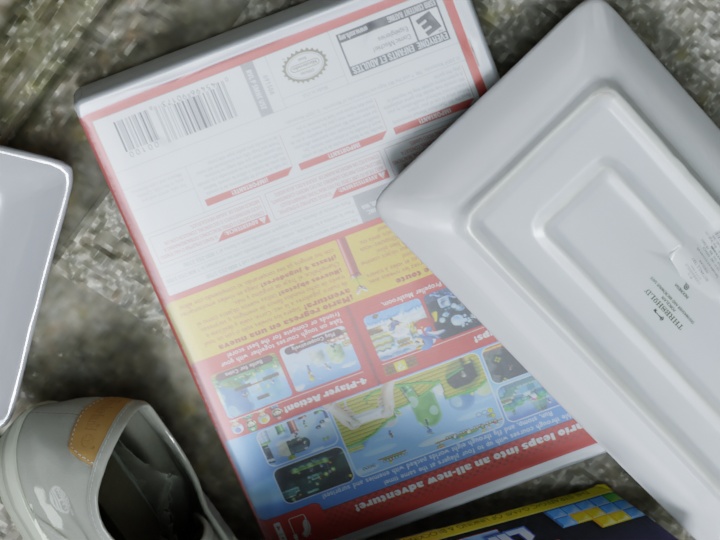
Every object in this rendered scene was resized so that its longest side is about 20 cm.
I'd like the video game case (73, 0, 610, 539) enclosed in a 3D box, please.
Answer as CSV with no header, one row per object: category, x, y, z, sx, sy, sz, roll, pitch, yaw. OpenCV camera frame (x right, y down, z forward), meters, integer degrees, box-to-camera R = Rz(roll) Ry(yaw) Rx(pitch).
video game case,0.000,0.000,1.003,0.143,0.017,0.200,-20,113,5

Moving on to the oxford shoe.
oxford shoe,-0.057,0.126,1.020,0.058,0.075,0.200,-21,112,34

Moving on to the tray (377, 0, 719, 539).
tray,0.108,0.009,0.992,0.107,0.022,0.200,-44,113,3

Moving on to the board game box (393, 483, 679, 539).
board game box,0.033,0.195,1.032,0.165,0.057,0.201,-12,117,-28

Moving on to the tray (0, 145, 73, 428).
tray,-0.208,-0.016,0.980,0.199,0.022,0.108,14,112,-10
